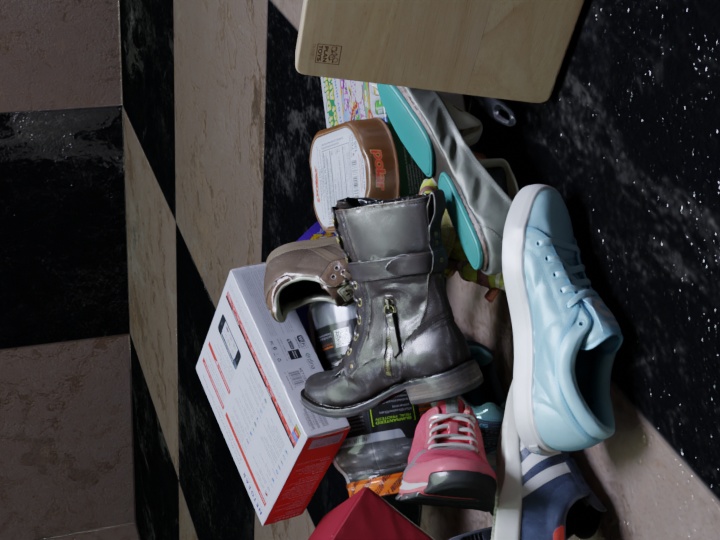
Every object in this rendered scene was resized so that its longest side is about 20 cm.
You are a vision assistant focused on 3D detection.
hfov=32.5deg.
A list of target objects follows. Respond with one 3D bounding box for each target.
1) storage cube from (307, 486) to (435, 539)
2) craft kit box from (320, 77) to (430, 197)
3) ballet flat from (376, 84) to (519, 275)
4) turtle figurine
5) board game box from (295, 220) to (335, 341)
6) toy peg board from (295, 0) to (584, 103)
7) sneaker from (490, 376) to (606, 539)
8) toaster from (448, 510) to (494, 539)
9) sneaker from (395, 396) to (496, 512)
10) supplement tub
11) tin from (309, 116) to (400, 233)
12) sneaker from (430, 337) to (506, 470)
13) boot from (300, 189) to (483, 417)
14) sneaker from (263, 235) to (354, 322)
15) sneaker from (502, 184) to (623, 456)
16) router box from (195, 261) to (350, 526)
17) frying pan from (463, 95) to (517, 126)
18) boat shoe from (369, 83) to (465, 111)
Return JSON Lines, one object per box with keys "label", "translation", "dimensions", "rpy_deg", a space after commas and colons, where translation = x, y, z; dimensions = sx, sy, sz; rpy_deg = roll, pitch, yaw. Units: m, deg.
{"label": "storage cube", "translation": [0.000, 0.340, 1.171], "dimensions": [0.170, 0.180, 0.200], "rpy_deg": [36, 155, 0]}
{"label": "craft kit box", "translation": [0.011, -0.159, 1.291], "dimensions": [0.197, 0.048, 0.202], "rpy_deg": [159, 104, -74]}
{"label": "ballet flat", "translation": [0.080, -0.088, 0.993], "dimensions": [0.068, 0.063, 0.201], "rpy_deg": [94, 152, -65]}
{"label": "turtle figurine", "translation": [0.071, -0.006, 1.055], "dimensions": [0.162, 0.064, 0.200], "rpy_deg": [-61, 38, 26]}
{"label": "board game box", "translation": [-0.048, 0.031, 1.361], "dimensions": [0.200, 0.044, 0.136], "rpy_deg": [-51, -37, -66]}
{"label": "toy peg board", "translation": [0.062, -0.239, 0.896], "dimensions": [0.201, 0.197, 0.098], "rpy_deg": [104, 169, -46]}
{"label": "sneaker", "translation": [0.147, 0.161, 0.958], "dimensions": [0.075, 0.084, 0.201], "rpy_deg": [91, -173, -51]}
{"label": "toaster", "translation": [0.104, 0.298, 1.040], "dimensions": [0.129, 0.113, 0.202], "rpy_deg": [131, 127, -64]}
{"label": "sneaker", "translation": [0.065, 0.141, 0.975], "dimensions": [0.200, 0.073, 0.088], "rpy_deg": [114, 162, -82]}
{"label": "supplement tub", "translation": [0.020, 0.122, 1.229], "dimensions": [0.123, 0.121, 0.202], "rpy_deg": [142, 121, -69]}
{"label": "tin", "translation": [-0.010, -0.095, 1.255], "dimensions": [0.200, 0.041, 0.113], "rpy_deg": [179, 89, -72]}
{"label": "sneaker", "translation": [0.086, 0.084, 1.116], "dimensions": [0.201, 0.077, 0.087], "rpy_deg": [57, 142, 37]}
{"label": "boot", "translation": [0.010, 0.024, 1.026], "dimensions": [0.199, 0.069, 0.176], "rpy_deg": [-14, 96, 37]}
{"label": "sneaker", "translation": [0.000, 0.000, 1.168], "dimensions": [0.071, 0.198, 0.076], "rpy_deg": [50, -149, -43]}
{"label": "sneaker", "translation": [0.157, 0.031, 0.902], "dimensions": [0.081, 0.074, 0.202], "rpy_deg": [-11, 79, 41]}
{"label": "router box", "translation": [-0.095, 0.125, 1.248], "dimensions": [0.201, 0.048, 0.180], "rpy_deg": [63, 147, 28]}
{"label": "frying pan", "translation": [0.092, -0.174, 1.056], "dimensions": [0.190, 0.031, 0.116], "rpy_deg": [-178, 80, -69]}
{"label": "boat shoe", "translation": [0.035, -0.174, 1.074], "dimensions": [0.071, 0.069, 0.202], "rpy_deg": [123, 134, -58]}
